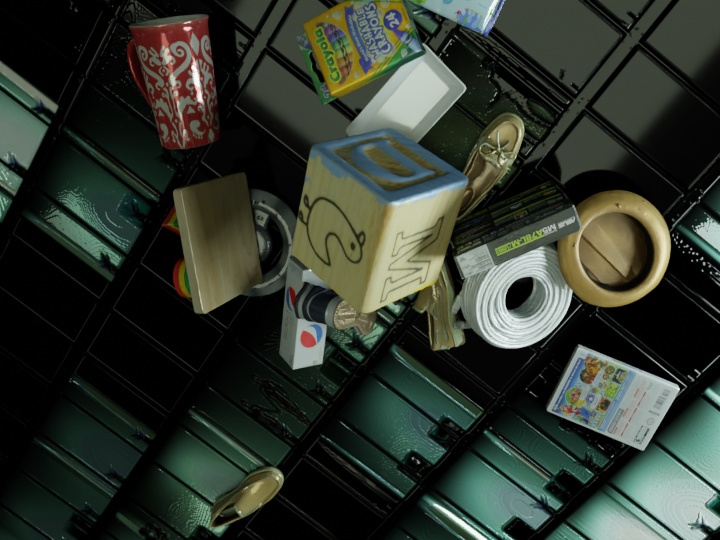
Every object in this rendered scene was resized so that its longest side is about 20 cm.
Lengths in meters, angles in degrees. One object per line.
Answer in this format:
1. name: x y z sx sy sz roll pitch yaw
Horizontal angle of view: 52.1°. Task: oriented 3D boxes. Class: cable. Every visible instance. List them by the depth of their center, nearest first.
1. cable: 0.268 0.036 1.262 0.196 0.069 0.204 10 110 -21

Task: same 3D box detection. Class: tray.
1. tray: 0.075 -0.273 1.248 0.107 0.022 0.200 42 112 -7

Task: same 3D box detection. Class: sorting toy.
1. sorting toy: -0.259 -0.052 1.261 0.068 0.198 0.204 -2 104 23

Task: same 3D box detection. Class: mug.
1. mug: -0.313 -0.327 1.268 0.131 0.177 0.204 -17 115 -22

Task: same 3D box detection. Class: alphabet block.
1. alphabet block: 0.028 -0.086 1.183 0.195 0.194 0.203 39 130 33

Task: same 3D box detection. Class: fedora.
1. fedora: 0.413 -0.041 1.228 0.196 0.082 0.205 0 107 -2

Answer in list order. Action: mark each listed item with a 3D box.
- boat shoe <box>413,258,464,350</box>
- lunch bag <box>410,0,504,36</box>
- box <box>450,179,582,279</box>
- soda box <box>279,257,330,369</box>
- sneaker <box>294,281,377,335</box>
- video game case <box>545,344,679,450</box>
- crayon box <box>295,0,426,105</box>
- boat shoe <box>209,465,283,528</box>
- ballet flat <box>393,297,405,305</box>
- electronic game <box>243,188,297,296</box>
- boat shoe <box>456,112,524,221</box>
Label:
1. boat shoe: 0.130 0.053 1.312 0.075 0.072 0.204 -17 107 -4
2. lunch bag: 0.152 -0.482 1.082 0.167 0.128 0.202 18 119 -14
3. box: 0.241 -0.071 1.188 0.197 0.193 0.048 -24 103 11
4. soda box: -0.102 0.078 1.374 0.067 0.064 0.204 -6 116 -32
5. sneaker: -0.046 0.067 1.323 0.107 0.199 0.072 14 89 24
6. video game case: 0.463 0.236 1.362 0.197 0.018 0.145 22 113 2
7. crayon box: -0.007 -0.370 1.200 0.197 0.052 0.128 -22 93 18
8. boat shoe: -0.243 0.491 1.559 0.199 0.076 0.072 -40 98 21
9. ballet flat: 0.000 0.000 1.332 0.198 0.074 0.075 31 113 4
10. electronic game: -0.202 -0.051 1.371 0.195 0.042 0.205 1 103 6
11. boat shoe: 0.210 -0.169 1.237 0.072 0.063 0.202 28 113 -1
